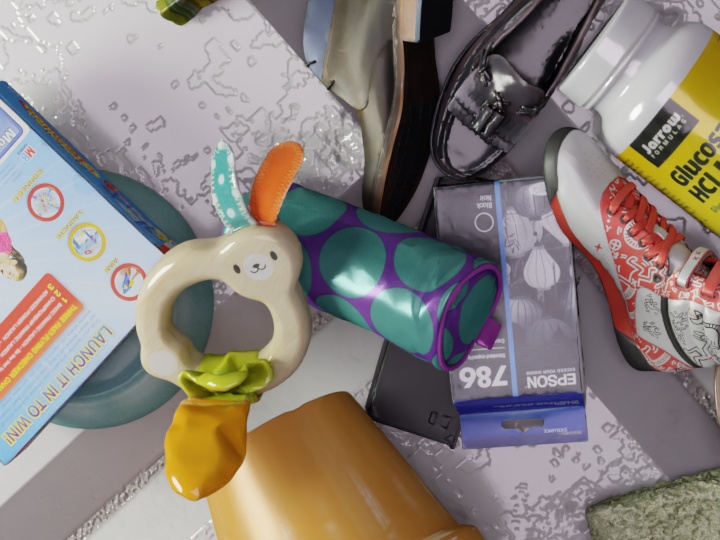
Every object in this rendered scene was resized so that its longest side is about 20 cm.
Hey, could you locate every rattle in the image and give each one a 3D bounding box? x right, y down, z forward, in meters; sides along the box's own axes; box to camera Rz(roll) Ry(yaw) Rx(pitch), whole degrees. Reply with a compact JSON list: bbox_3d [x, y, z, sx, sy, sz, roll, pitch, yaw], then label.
[{"bbox_3d":[-0.093,0.026,1.165,0.130,0.143,0.201,32,124,7],"label":"rattle"}]

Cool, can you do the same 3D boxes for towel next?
[{"bbox_3d":[0.276,0.220,1.303,0.199,0.036,0.149,-12,95,5],"label":"towel"},{"bbox_3d":[-0.052,-0.226,1.245,0.199,0.086,0.018,-25,96,6],"label":"towel"}]

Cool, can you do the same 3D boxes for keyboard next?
[{"bbox_3d":[0.088,0.036,1.302,0.126,0.021,0.201,19,99,7],"label":"keyboard"}]

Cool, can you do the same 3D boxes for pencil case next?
[{"bbox_3d":[0.000,0.000,1.240,0.199,0.092,0.085,23,76,28],"label":"pencil case"}]

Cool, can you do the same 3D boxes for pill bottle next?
[{"bbox_3d":[0.244,-0.101,1.227,0.200,0.112,0.113,37,98,-1],"label":"pill bottle"}]

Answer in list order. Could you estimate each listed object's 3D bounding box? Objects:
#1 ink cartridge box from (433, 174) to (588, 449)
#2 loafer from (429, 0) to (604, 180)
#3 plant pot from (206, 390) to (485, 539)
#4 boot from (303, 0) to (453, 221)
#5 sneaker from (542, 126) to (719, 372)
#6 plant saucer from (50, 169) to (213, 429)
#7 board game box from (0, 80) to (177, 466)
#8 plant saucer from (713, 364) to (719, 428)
[{"bbox_3d":[0.111,0.033,1.269,0.099,0.039,0.202,-6,95,9],"label":"ink cartridge box"},{"bbox_3d":[0.116,-0.153,1.247,0.072,0.063,0.201,34,94,-9],"label":"loafer"},{"bbox_3d":[-0.020,0.196,1.254,0.199,0.200,0.184,-29,79,7],"label":"plant pot"},{"bbox_3d":[0.005,-0.137,1.275,0.096,0.075,0.201,17,106,25],"label":"boot"},{"bbox_3d":[0.211,-0.018,1.225,0.108,0.067,0.202,-5,119,46],"label":"sneaker"},{"bbox_3d":[-0.211,0.025,1.314,0.198,0.036,0.202,0,97,4],"label":"plant saucer"},{"bbox_3d":[-0.258,0.001,1.268,0.196,0.056,0.200,44,98,-2],"label":"board game box"},{"bbox_3d":[0.355,0.086,1.267,0.198,0.029,0.202,0,84,2],"label":"plant saucer"}]
